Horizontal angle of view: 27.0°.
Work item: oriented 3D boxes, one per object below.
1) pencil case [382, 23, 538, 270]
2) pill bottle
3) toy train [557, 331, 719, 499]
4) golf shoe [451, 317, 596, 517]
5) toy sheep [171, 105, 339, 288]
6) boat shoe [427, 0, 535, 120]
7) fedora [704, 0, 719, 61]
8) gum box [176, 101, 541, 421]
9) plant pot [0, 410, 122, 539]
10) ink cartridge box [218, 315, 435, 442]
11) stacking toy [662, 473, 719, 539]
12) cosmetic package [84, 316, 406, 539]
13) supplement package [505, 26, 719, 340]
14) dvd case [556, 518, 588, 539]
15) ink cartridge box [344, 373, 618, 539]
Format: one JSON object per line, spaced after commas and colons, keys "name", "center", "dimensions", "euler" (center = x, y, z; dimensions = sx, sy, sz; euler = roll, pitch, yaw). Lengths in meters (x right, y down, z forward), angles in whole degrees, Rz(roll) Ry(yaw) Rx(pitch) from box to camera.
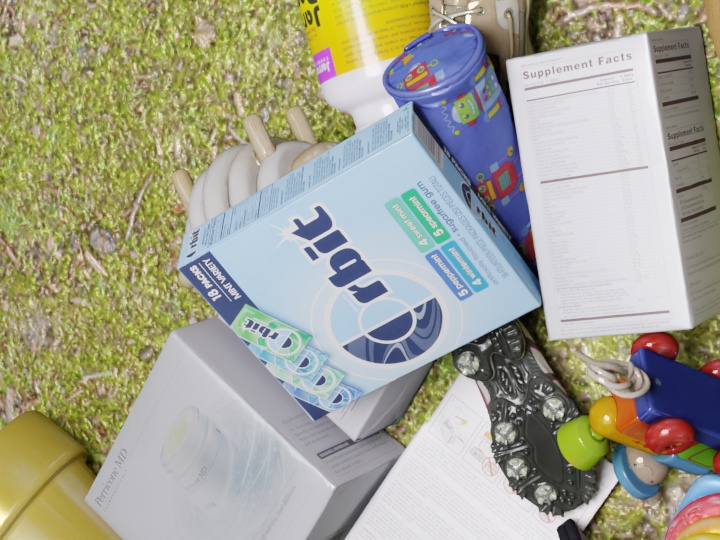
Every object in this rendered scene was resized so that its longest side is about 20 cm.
{"name": "pencil case", "center": [0.081, -0.082, 1.083], "dimensions": [0.087, 0.078, 0.201], "euler": [50, 170, 50]}
{"name": "pill bottle", "center": [0.008, -0.192, 1.160], "dimensions": [0.103, 0.104, 0.202], "euler": [-15, 91, 34]}
{"name": "toy train", "center": [0.182, 0.103, 1.061], "dimensions": [0.116, 0.199, 0.085], "euler": [-38, 44, 40]}
{"name": "golf shoe", "center": [0.126, 0.090, 1.157], "dimensions": [0.077, 0.088, 0.201], "euler": [-25, 99, 18]}
{"name": "toy sheep", "center": [-0.074, -0.038, 1.145], "dimensions": [0.199, 0.137, 0.139], "euler": [-32, 81, 41]}
{"name": "boat shoe", "center": [0.083, -0.178, 1.083], "dimensions": [0.072, 0.065, 0.201], "euler": [11, 138, 29]}
{"name": "fedora", "center": [0.325, -0.177, 0.973], "dimensions": [0.199, 0.082, 0.203], "euler": [8, 106, 27]}
{"name": "gum box", "center": [0.000, 0.000, 1.061], "dimensions": [0.199, 0.045, 0.170], "euler": [-27, 121, 21]}
{"name": "plant pot", "center": [-0.292, 0.266, 1.397], "dimensions": [0.188, 0.201, 0.202], "euler": [36, 117, 6]}
{"name": "ink cartridge box", "center": [-0.027, 0.020, 1.238], "dimensions": [0.200, 0.076, 0.137], "euler": [39, 114, 19]}
{"name": "stacking toy", "center": [0.239, 0.228, 1.032], "dimensions": [0.116, 0.199, 0.111], "euler": [31, 114, 21]}
{"name": "cosmetic package", "center": [-0.102, 0.176, 1.291], "dimensions": [0.200, 0.123, 0.200], "euler": [41, 118, 21]}
{"name": "supplement package", "center": [0.189, -0.063, 1.065], "dimensions": [0.113, 0.109, 0.202], "euler": [-6, 96, 33]}
{"name": "dvd case", "center": [0.210, 0.273, 1.088], "dimensions": [0.017, 0.143, 0.201], "euler": [-36, 85, 2]}
{"name": "ink cartridge box", "center": [0.100, 0.196, 1.221], "dimensions": [0.160, 0.050, 0.201], "euler": [37, 98, 22]}
